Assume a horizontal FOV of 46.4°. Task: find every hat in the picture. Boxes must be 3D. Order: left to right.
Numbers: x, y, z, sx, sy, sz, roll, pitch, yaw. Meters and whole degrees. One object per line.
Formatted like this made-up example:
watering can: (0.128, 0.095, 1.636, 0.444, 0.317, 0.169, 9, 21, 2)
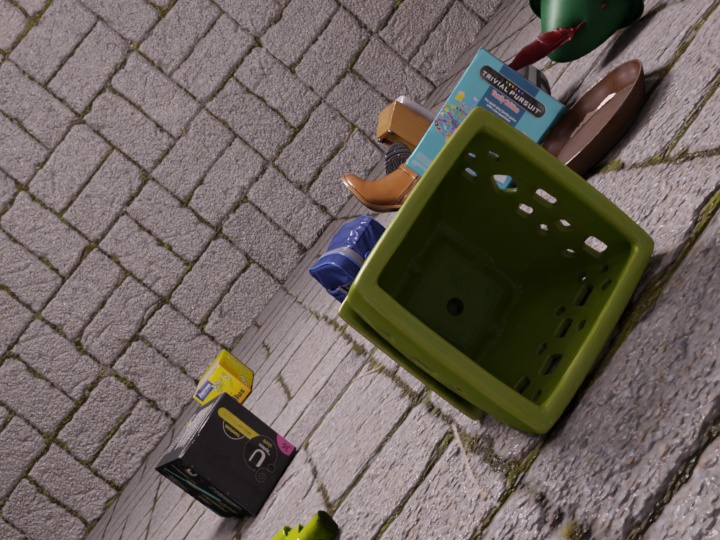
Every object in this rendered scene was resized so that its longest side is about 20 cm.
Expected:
hat: (0.320, -0.330, 1.287, 0.165, 0.197, 0.179, 33, -114, -64)

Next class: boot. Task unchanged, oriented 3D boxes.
boot: (0.074, -0.179, 1.667, 0.156, 0.199, 0.074, -57, -6, 2)
boot: (0.093, -0.201, 1.794, 0.065, 0.167, 0.200, -16, 14, 6)

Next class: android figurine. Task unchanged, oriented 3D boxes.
android figurine: (-0.099, 0.351, 0.898, 0.200, 0.041, 0.182, -48, 9, 10)

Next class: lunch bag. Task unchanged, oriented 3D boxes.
lunch bag: (0.000, 0.000, 1.499, 0.133, 0.135, 0.200, -54, 10, -16)

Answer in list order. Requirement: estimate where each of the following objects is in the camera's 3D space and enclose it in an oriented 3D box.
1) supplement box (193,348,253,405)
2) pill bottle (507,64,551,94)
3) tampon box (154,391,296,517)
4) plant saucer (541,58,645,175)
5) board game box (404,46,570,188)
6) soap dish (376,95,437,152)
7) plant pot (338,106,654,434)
supplement box: (-0.356, 0.299, 2.206, 0.109, 0.109, 0.200, -51, 8, 2)
pill bottle: (0.246, -0.251, 1.327, 0.113, 0.113, 0.201, -46, 9, 27)
tampon box: (-0.220, 0.302, 1.355, 0.127, 0.149, 0.200, -56, 10, -27)
plant saucer: (0.291, -0.179, 1.067, 0.201, 0.034, 0.200, -51, 9, 11)
board game box: (0.181, -0.191, 1.212, 0.201, 0.151, 0.047, -56, -18, 17)
soap dish: (0.130, -0.272, 1.750, 0.082, 0.198, 0.157, -60, 10, -5)
plant pot: (0.103, 0.014, 0.751, 0.201, 0.198, 0.181, -54, 3, -18)
